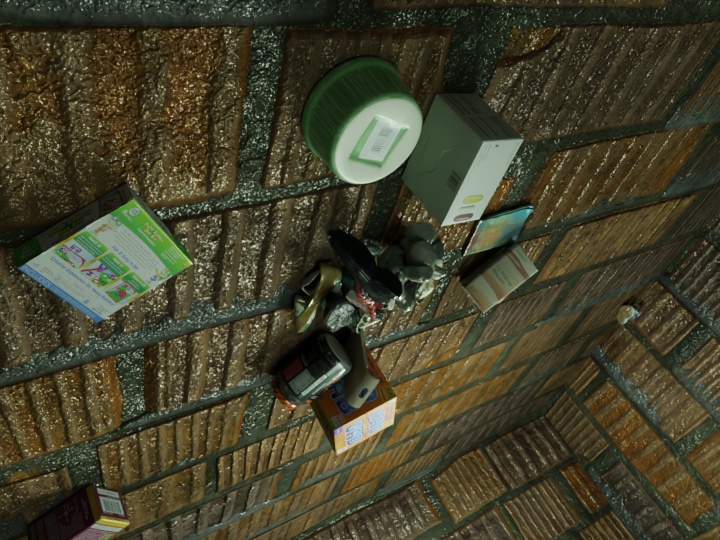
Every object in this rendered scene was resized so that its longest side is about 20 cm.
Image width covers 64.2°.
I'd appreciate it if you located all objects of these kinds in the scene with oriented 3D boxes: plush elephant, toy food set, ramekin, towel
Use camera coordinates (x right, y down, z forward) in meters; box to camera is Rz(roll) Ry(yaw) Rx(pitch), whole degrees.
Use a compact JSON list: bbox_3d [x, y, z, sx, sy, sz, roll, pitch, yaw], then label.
[{"bbox_3d":[0.124,-0.016,1.320,0.154,0.166,0.200,-2,151,39],"label":"plush elephant"},{"bbox_3d":[0.004,0.245,1.540,0.060,0.201,0.144,10,136,-21],"label":"toy food set"},{"bbox_3d":[0.009,-0.244,0.970,0.198,0.098,0.201,-24,147,-17],"label":"ramekin"},{"bbox_3d":[0.378,-0.110,1.581,0.198,0.022,0.147,-16,143,-28],"label":"towel"}]

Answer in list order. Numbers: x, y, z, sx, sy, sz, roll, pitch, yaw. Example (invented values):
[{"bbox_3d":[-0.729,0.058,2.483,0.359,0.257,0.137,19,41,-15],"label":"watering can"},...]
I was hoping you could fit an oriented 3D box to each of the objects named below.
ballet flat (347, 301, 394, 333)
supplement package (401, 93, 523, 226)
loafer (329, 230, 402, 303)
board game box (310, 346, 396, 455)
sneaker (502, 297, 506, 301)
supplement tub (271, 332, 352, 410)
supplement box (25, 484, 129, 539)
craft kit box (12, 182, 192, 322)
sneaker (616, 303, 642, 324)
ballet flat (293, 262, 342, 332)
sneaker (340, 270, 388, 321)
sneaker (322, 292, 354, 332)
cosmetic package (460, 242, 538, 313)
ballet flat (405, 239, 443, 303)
[{"bbox_3d":[0.046,0.090,1.489,0.200,0.075,0.074,-41,148,12],"label":"ballet flat"},{"bbox_3d":[0.193,-0.217,1.128,0.110,0.156,0.201,-13,142,-32],"label":"supplement package"},{"bbox_3d":[0.000,0.000,1.243,0.072,0.200,0.073,-36,-168,38],"label":"loafer"},{"bbox_3d":[-0.032,0.371,1.667,0.198,0.201,0.201,-24,148,-17],"label":"board game box"},{"bbox_3d":[0.433,0.045,1.799,0.107,0.067,0.202,-20,149,-27],"label":"sneaker"},{"bbox_3d":[-0.131,0.269,1.511,0.199,0.123,0.122,-39,149,8],"label":"supplement tub"},{"bbox_3d":[-0.732,0.663,1.492,0.199,0.104,0.131,-33,149,-5],"label":"supplement box"},{"bbox_3d":[-0.406,-0.021,0.933,0.196,0.049,0.201,-29,149,-4],"label":"craft kit box"},{"bbox_3d":[1.377,0.202,2.909,0.108,0.071,0.200,-27,155,-3],"label":"sneaker"},{"bbox_3d":[-0.116,0.058,1.315,0.063,0.069,0.201,24,117,-23],"label":"ballet flat"},{"bbox_3d":[0.007,0.057,1.385,0.071,0.097,0.201,-63,152,-20],"label":"sneaker"},{"bbox_3d":[-0.063,0.087,1.330,0.073,0.081,0.200,-24,167,-10],"label":"sneaker"},{"bbox_3d":[0.404,0.020,1.681,0.200,0.104,0.087,-41,-176,7],"label":"cosmetic package"},{"bbox_3d":[0.179,0.012,1.511,0.072,0.073,0.201,-8,140,-37],"label":"ballet flat"}]
